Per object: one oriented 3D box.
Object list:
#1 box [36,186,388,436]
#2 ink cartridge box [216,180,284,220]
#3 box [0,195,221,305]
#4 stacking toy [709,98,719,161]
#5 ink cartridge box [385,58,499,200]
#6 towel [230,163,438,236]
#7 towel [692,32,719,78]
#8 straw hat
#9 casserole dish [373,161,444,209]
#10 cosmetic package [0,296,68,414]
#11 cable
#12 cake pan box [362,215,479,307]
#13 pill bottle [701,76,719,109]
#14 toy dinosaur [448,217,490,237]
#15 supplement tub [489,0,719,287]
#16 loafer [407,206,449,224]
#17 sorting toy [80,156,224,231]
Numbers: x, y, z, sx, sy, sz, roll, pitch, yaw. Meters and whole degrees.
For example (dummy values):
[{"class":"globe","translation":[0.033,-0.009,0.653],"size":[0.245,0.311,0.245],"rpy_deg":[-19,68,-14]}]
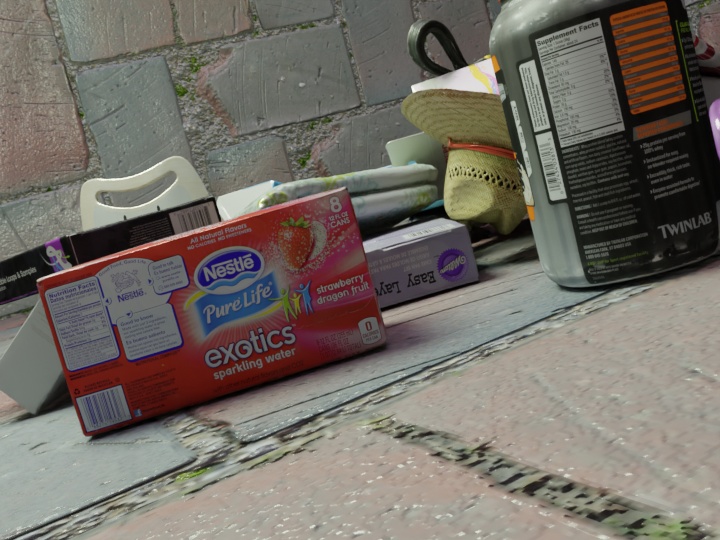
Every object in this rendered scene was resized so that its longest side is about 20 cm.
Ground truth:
[{"class":"box","translation":[-0.089,0.021,0.527],"size":[0.196,0.102,0.095],"rpy_deg":[-17,6,-3]},{"class":"ink cartridge box","translation":[-0.071,-0.045,1.020],"size":[0.198,0.068,0.114],"rpy_deg":[15,-18,-43]},{"class":"box","translation":[-0.229,-0.012,0.680],"size":[0.197,0.037,0.142],"rpy_deg":[-11,9,41]},{"class":"stacking toy","translation":[0.261,-0.085,0.716],"size":[0.197,0.087,0.085],"rpy_deg":[-20,2,35]},{"class":"ink cartridge box","translation":[0.123,-0.147,0.831],"size":[0.196,0.068,0.118],"rpy_deg":[-18,-35,5]},{"class":"towel","translation":[-0.040,-0.050,0.784],"size":[0.197,0.049,0.171],"rpy_deg":[-13,-9,-31]},{"class":"towel","translation":[0.258,-0.212,0.751],"size":[0.143,0.023,0.198],"rpy_deg":[23,12,39]},{"class":"straw hat","translation":[0.112,-0.078,0.692],"size":[0.197,0.087,0.201],"rpy_deg":[16,-3,1]},{"class":"casserole dish","translation":[0.058,-0.100,0.945],"size":[0.196,0.040,0.121],"rpy_deg":[-14,18,12]},{"class":"cosmetic package","translation":[-0.243,0.052,0.710],"size":[0.083,0.050,0.200],"rpy_deg":[-56,3,5]},{"class":"cable","translation":[0.114,-0.204,0.864],"size":[0.197,0.099,0.050],"rpy_deg":[6,21,-36]},{"class":"cake pan box","translation":[0.000,0.000,0.718],"size":[0.196,0.053,0.184],"rpy_deg":[-17,8,-2]},{"class":"pill bottle","translation":[0.336,-0.145,0.862],"size":[0.102,0.106,0.200],"rpy_deg":[-15,7,9]},{"class":"toy dinosaur","translation":[0.157,-0.069,0.880],"size":[0.087,0.048,0.199],"rpy_deg":[1,20,30]},{"class":"supplement tub","translation":[0.152,-0.102,0.511],"size":[0.120,0.204,0.123],"rpy_deg":[-15,6,1]},{"class":"loafer","translation":[0.111,-0.059,0.965],"size":[0.071,0.064,0.200],"rpy_deg":[15,32,20]},{"class":"sorting toy","translation":[-0.227,-0.024,0.897],"size":[0.196,0.184,0.107],"rpy_deg":[-16,6,-2]}]
